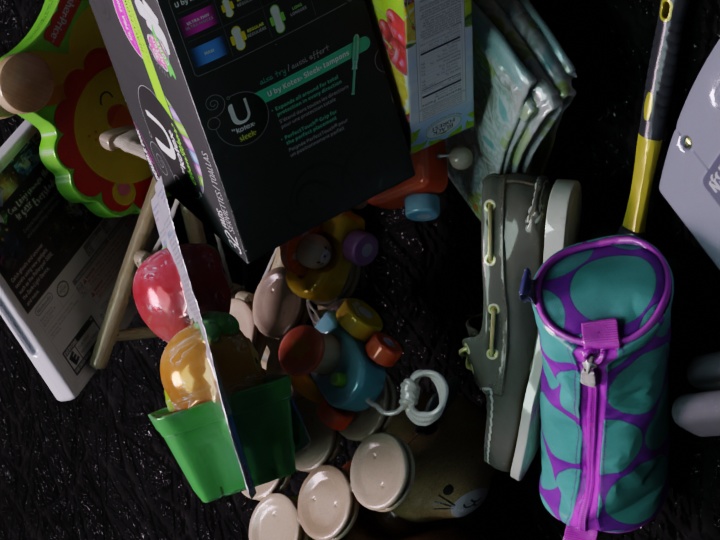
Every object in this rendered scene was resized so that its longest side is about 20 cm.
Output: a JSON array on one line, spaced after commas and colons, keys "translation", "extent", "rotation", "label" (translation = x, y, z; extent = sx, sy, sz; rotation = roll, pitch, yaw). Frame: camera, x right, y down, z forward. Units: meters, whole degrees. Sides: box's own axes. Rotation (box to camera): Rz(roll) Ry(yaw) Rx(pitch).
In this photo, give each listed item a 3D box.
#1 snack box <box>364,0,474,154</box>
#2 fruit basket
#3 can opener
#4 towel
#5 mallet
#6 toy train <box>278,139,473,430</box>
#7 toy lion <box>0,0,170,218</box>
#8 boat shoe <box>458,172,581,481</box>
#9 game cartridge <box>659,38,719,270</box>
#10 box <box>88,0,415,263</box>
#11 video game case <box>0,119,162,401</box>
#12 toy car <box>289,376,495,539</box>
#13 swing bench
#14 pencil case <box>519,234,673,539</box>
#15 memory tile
[{"translation": [-0.005, -0.186, 1.230], "extent": [0.200, 0.053, 0.142], "rotation": [52, 159, 33], "label": "snack box"}, {"translation": [-0.095, 0.042, 1.277], "extent": [0.185, 0.094, 0.200], "rotation": [155, 104, -82], "label": "fruit basket"}, {"translation": [0.247, 0.070, 1.118], "extent": [0.200, 0.066, 0.053], "rotation": [-12, 51, 62], "label": "can opener"}, {"translation": [0.057, -0.139, 1.280], "extent": [0.200, 0.048, 0.171], "rotation": [57, 159, 21], "label": "towel"}, {"translation": [0.177, -0.068, 1.190], "extent": [0.066, 0.041, 0.200], "rotation": [39, 129, 40], "label": "mallet"}, {"translation": [0.000, 0.000, 1.278], "extent": [0.150, 0.056, 0.200], "rotation": [-13, 70, 43], "label": "toy train"}, {"translation": [-0.197, -0.151, 1.596], "extent": [0.069, 0.192, 0.200], "rotation": [-2, 61, 55], "label": "toy lion"}, {"translation": [0.095, 0.035, 1.262], "extent": [0.060, 0.072, 0.202], "rotation": [11, 113, 13], "label": "boat shoe"}, {"translation": [0.239, -0.077, 1.093], "extent": [0.133, 0.041, 0.200], "rotation": [53, 141, 23], "label": "game cartridge"}, {"translation": [-0.074, -0.136, 1.204], "extent": [0.149, 0.124, 0.200], "rotation": [39, 153, 54], "label": "box"}, {"translation": [-0.237, -0.026, 1.619], "extent": [0.023, 0.200, 0.182], "rotation": [-13, 119, 33], "label": "video game case"}, {"translation": [0.056, 0.146, 1.356], "extent": [0.158, 0.164, 0.200], "rotation": [50, 127, 32], "label": "toy car"}, {"translation": [-0.100, 0.000, 1.535], "extent": [0.199, 0.130, 0.200], "rotation": [23, 113, 50], "label": "swing bench"}, {"translation": [0.143, 0.073, 1.202], "extent": [0.085, 0.092, 0.200], "rotation": [10, 140, 16], "label": "pencil case"}, {"translation": [-0.036, 0.087, 1.344], "extent": [0.153, 0.017, 0.200], "rotation": [-35, 57, 34], "label": "memory tile"}]
